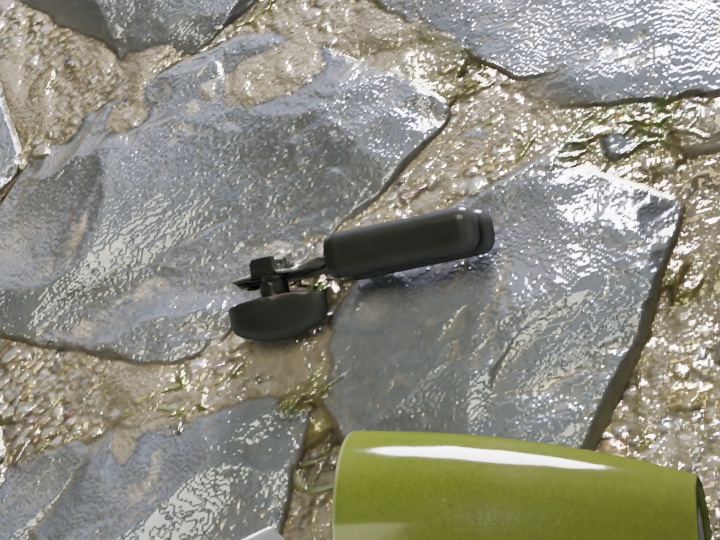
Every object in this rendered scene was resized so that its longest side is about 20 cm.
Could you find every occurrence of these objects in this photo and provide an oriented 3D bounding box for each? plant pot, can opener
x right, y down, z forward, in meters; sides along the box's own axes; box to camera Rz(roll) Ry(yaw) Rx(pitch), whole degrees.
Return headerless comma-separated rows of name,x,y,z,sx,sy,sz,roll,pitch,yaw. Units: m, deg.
plant pot,0.102,0.175,1.426,0.199,0.188,0.188,-7,50,11
can opener,0.000,0.000,1.722,0.199,0.053,0.067,-16,82,25

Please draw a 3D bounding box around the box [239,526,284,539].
box,-0.076,0.287,1.353,0.200,0.130,0.199,52,132,16
